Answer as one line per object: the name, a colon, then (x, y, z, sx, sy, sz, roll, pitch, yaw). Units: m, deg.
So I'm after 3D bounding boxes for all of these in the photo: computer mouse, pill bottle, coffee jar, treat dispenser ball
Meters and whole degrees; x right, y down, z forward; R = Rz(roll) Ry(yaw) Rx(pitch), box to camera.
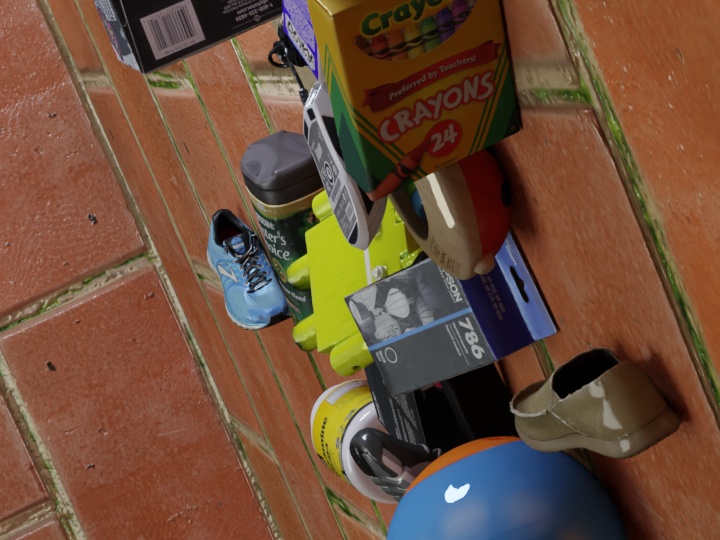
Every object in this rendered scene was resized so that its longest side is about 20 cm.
computer mouse: (-0.018, -0.112, 1.604, 0.110, 0.044, 0.201, 121, 130, -70)
pill bottle: (0.011, 0.180, 2.220, 0.113, 0.112, 0.200, 67, 168, -12)
coffee jar: (-0.058, -0.043, 2.130, 0.104, 0.085, 0.201, 44, 156, 58)
treat dispenser ball: (0.120, 0.237, 1.671, 0.201, 0.200, 0.201, 59, 167, 24)

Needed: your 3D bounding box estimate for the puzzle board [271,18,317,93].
puzzle board: (-0.066, -0.254, 1.916, 0.201, 0.017, 0.151, 65, 167, -4)

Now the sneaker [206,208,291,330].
sneaker: (-0.153, -0.003, 2.631, 0.200, 0.078, 0.090, 54, 160, 40)

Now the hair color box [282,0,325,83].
hair color box: (0.001, -0.230, 1.465, 0.065, 0.109, 0.200, 58, 166, 22)

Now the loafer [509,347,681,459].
loafer: (0.168, 0.092, 1.505, 0.200, 0.076, 0.068, -4, 110, 66)

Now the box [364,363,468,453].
box: (0.060, 0.101, 1.945, 0.141, 0.079, 0.200, 49, 161, 44)

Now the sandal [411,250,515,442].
sandal: (0.079, 0.072, 1.806, 0.045, 0.075, 0.200, 14, 133, 53)

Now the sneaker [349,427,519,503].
sneaker: (0.085, 0.173, 1.858, 0.200, 0.116, 0.075, 40, 164, -25)

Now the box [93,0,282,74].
box: (-0.129, -0.265, 1.723, 0.133, 0.199, 0.115, 69, 169, -18)

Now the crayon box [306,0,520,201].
crayon box: (0.035, -0.158, 1.424, 0.051, 0.127, 0.200, 51, 162, 45)

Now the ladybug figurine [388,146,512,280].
ladybug figurine: (0.060, -0.083, 1.594, 0.200, 0.072, 0.136, 61, 167, 19)

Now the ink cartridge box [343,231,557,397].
ink cartridge box: (0.070, 0.037, 1.684, 0.200, 0.039, 0.100, -26, 89, 52)

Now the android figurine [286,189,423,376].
android figurine: (0.000, 0.000, 1.863, 0.200, 0.041, 0.183, -30, 59, 49)
